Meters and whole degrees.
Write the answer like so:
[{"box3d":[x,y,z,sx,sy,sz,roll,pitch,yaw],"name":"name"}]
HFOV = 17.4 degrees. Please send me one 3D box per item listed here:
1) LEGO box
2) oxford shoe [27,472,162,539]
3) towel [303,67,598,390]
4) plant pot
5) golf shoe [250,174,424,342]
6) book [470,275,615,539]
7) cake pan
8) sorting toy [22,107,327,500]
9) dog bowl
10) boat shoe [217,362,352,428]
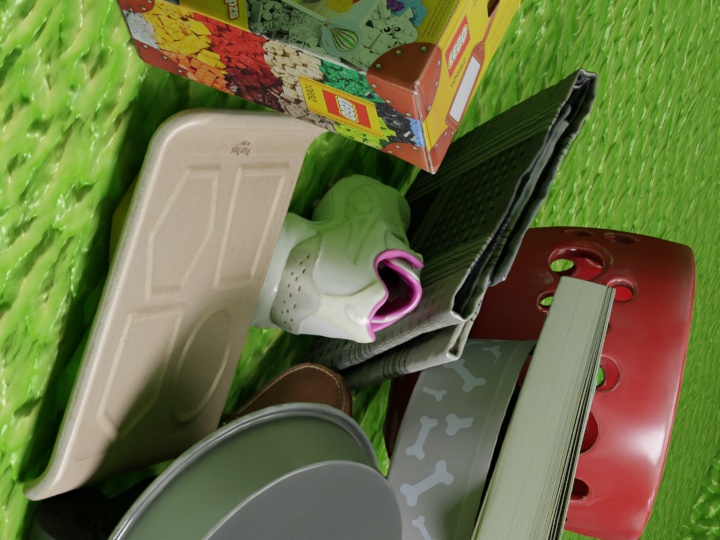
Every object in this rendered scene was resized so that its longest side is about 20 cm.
[{"box3d":[0.004,-0.164,1.022,0.201,0.148,0.077,-64,163,-19],"name":"LEGO box"},{"box3d":[-0.098,0.152,1.183,0.199,0.073,0.085,-2,117,-48],"name":"oxford shoe"},{"box3d":[0.053,-0.015,1.377,0.200,0.034,0.193,-29,-154,58],"name":"towel"},{"box3d":[0.114,0.066,1.543,0.200,0.181,0.202,10,90,-86],"name":"plant pot"},{"box3d":[0.000,0.000,1.315,0.200,0.091,0.076,-36,142,-64],"name":"golf shoe"},{"box3d":[0.100,0.122,1.336,0.134,0.048,0.201,90,15,-57],"name":"book"},{"box3d":[-0.054,0.160,1.148,0.200,0.037,0.201,-29,136,-32],"name":"cake pan"},{"box3d":[-0.091,0.010,1.142,0.201,0.036,0.185,-67,163,10],"name":"sorting toy"},{"box3d":[0.055,0.131,1.367,0.200,0.058,0.201,14,90,-78],"name":"dog bowl"},{"box3d":[-0.059,0.115,1.294,0.200,0.072,0.068,-56,160,-38],"name":"boat shoe"}]
